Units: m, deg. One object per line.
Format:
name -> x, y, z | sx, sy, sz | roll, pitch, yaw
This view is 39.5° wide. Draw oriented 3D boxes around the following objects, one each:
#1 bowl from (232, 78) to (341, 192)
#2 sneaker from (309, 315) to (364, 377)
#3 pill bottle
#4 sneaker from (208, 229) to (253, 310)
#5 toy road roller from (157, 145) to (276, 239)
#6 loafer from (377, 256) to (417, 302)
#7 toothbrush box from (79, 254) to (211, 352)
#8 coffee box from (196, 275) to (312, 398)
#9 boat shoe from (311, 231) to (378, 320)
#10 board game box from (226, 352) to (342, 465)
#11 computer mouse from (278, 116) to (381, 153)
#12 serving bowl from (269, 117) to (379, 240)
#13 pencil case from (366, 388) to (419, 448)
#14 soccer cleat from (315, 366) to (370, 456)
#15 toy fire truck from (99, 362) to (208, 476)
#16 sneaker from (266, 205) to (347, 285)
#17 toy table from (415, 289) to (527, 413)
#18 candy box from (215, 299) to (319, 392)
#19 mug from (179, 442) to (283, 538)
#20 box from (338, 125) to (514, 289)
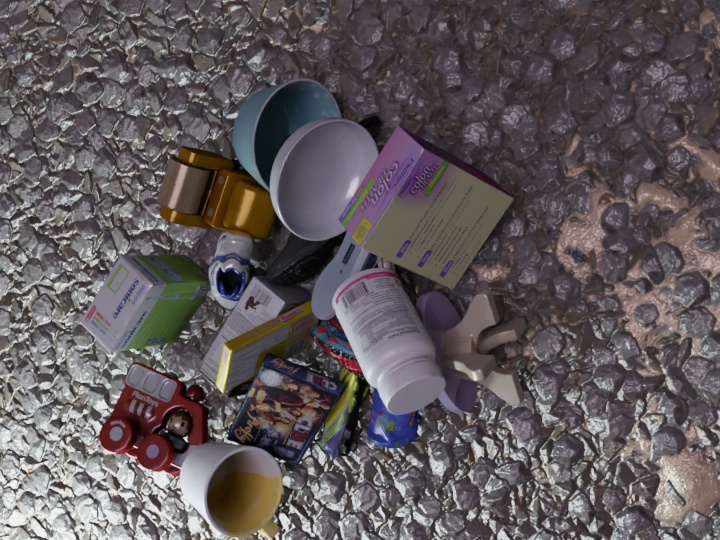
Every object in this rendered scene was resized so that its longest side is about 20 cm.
bowl -> -0.135, -0.224, 1.669 | 0.105, 0.200, 0.202 | 19, 99, 41
sneaker -> -0.016, 0.102, 1.629 | 0.079, 0.200, 0.096 | 43, 84, -26
pill bottle -> 0.043, 0.105, 1.492 | 0.113, 0.113, 0.201 | -38, 56, 19
sneaker -> -0.226, 0.019, 1.704 | 0.075, 0.200, 0.089 | 8, 54, -3
toy road roller -> -0.225, -0.121, 1.691 | 0.146, 0.199, 0.124 | 29, 104, 39
loafer -> 0.069, 0.057, 1.630 | 0.062, 0.072, 0.201 | -6, 114, 7
toothbrush box -> -0.368, 0.054, 1.752 | 0.086, 0.200, 0.146 | 39, 106, 16
coffee box -> -0.179, 0.112, 1.723 | 0.080, 0.113, 0.201 | 37, 105, 19
boat shoe -> 0.000, 0.000, 1.651 | 0.071, 0.091, 0.201 | 41, 108, 41
board game box -> -0.129, 0.235, 1.676 | 0.135, 0.035, 0.200 | 22, 129, -8
computer mouse -> -0.052, -0.217, 1.639 | 0.034, 0.199, 0.059 | 32, 133, 46
serving bowl -> -0.066, -0.152, 1.592 | 0.066, 0.199, 0.201 | 33, 105, 45
pencil case -> 0.067, 0.194, 1.616 | 0.087, 0.078, 0.201 | 26, 119, 27
soccer cleat -> -0.031, 0.213, 1.693 | 0.083, 0.065, 0.201 | 17, 97, 30
toy fire truck -> -0.362, 0.271, 1.815 | 0.199, 0.112, 0.169 | 19, 80, 20
sneaker -> -0.086, -0.055, 1.692 | 0.200, 0.076, 0.091 | -41, 64, -8
toy table -> 0.173, 0.123, 1.554 | 0.117, 0.184, 0.201 | -11, 117, 34
candy box -> -0.148, 0.122, 1.652 | 0.026, 0.199, 0.103 | 39, 134, 28
mug -> -0.232, 0.379, 1.718 | 0.153, 0.149, 0.188 | 6, 105, 54
box -> 0.101, -0.094, 1.549 | 0.176, 0.199, 0.097 | -57, 37, 14
